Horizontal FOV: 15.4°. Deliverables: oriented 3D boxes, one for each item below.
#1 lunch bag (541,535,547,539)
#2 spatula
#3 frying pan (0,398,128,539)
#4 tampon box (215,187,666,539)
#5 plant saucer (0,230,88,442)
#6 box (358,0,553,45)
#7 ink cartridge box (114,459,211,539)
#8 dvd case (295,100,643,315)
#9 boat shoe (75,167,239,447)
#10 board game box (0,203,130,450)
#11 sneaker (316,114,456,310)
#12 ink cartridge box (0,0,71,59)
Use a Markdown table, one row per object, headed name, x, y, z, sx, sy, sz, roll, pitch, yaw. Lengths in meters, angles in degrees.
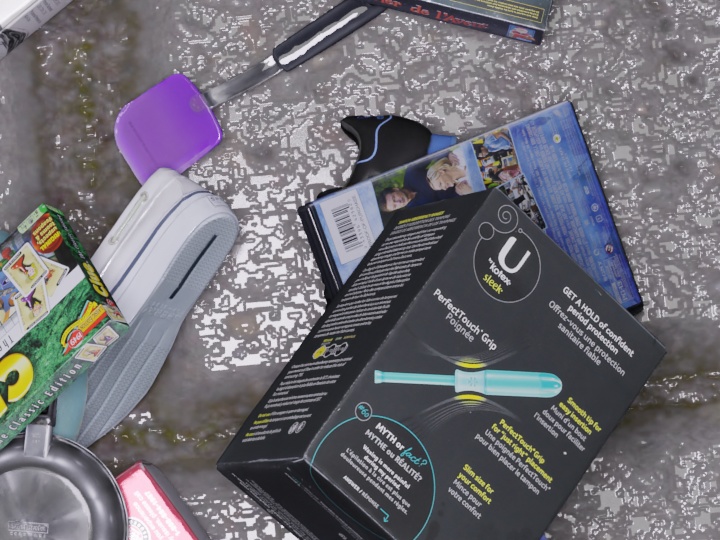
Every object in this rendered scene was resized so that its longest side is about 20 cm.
| name | x | y | z | sx | sy | sz | roll | pitch | yaw |
| --- | --- | --- | --- | --- | --- | --- | --- | --- | --- |
| lunch bag | 0.082 | 0.260 | 1.641 | 0.151 | 0.094 | 0.200 | -31 | 100 | -2 |
| spatula | -0.065 | -0.125 | 1.683 | 0.200 | 0.021 | 0.057 | -33 | 85 | -6 |
| frying pan | -0.179 | 0.121 | 1.580 | 0.115 | 0.031 | 0.190 | 27 | 93 | 3 |
| tampon box | 0.046 | 0.078 | 1.532 | 0.150 | 0.126 | 0.200 | 43 | 68 | -17 |
| plant saucer | -0.262 | 0.067 | 1.636 | 0.200 | 0.027 | 0.200 | -2 | 84 | 20 |
| box | 0.034 | -0.233 | 1.676 | 0.200 | 0.038 | 0.137 | 14 | 80 | 1 |
| ink cartridge box | -0.169 | 0.232 | 1.632 | 0.200 | 0.086 | 0.148 | -36 | 88 | -1 |
| dvd case | 0.071 | -0.006 | 1.633 | 0.200 | 0.018 | 0.143 | -23 | 96 | -26 |
| boat shoe | -0.154 | 0.027 | 1.660 | 0.067 | 0.074 | 0.200 | 41 | 94 | 33 |
| board game box | -0.233 | 0.062 | 1.585 | 0.200 | 0.023 | 0.105 | -43 | 56 | 12 |
| sneaker | 0.000 | 0.000 | 1.657 | 0.078 | 0.070 | 0.200 | 15 | 80 | 2 |
| ink cartridge box | -0.264 | -0.198 | 1.657 | 0.200 | 0.084 | 0.146 | -39 | 87 | -3 |
